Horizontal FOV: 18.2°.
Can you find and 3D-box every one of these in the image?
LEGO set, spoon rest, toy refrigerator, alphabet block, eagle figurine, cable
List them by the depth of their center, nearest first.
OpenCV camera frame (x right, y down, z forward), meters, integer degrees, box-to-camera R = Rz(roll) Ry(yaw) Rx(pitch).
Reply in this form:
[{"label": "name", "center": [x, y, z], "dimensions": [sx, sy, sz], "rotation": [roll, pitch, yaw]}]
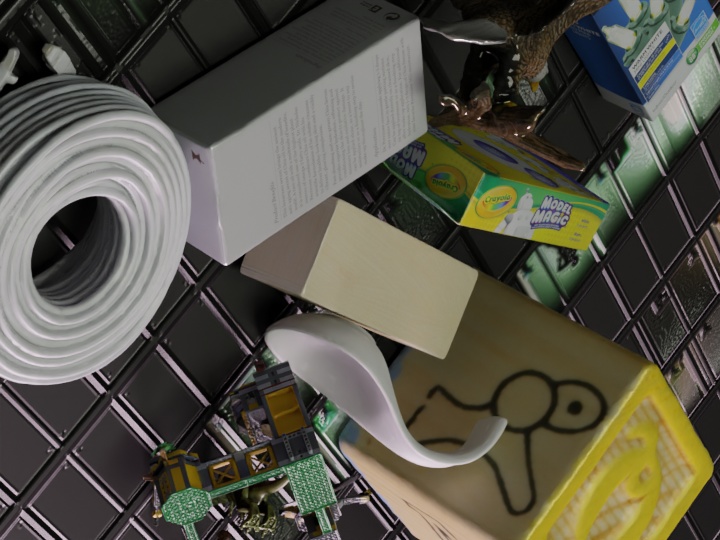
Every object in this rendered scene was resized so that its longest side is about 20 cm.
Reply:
[{"label": "cable", "center": [-0.191, -0.024, 1.435], "dimensions": [0.201, 0.069, 0.200], "rotation": [-59, 143, -2]}, {"label": "eagle figurine", "center": [0.124, -0.181, 1.604], "dimensions": [0.151, 0.151, 0.201], "rotation": [31, 74, -10]}, {"label": "spoon rest", "center": [0.015, 0.093, 1.680], "dimensions": [0.199, 0.099, 0.061], "rotation": [30, 68, -18]}, {"label": "toy refrigerator", "center": [0.000, 0.000, 1.680], "dimensions": [0.200, 0.070, 0.076], "rotation": [25, 87, -54]}, {"label": "LEGO set", "center": [-0.084, 0.161, 1.681], "dimensions": [0.153, 0.116, 0.201], "rotation": [-25, 134, 2]}, {"label": "alphabet block", "center": [0.136, 0.150, 1.825], "dimensions": [0.196, 0.199, 0.197], "rotation": [-52, 143, -10]}]

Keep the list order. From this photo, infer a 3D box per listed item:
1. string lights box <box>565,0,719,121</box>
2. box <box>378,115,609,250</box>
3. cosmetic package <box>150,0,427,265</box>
[{"label": "string lights box", "center": [0.210, -0.219, 1.788], "dimensions": [0.103, 0.059, 0.200], "rotation": [-53, 142, -9]}, {"label": "box", "center": [0.086, -0.071, 1.691], "dimensions": [0.199, 0.117, 0.049], "rotation": [6, 115, -51]}, {"label": "cosmetic package", "center": [-0.048, -0.102, 1.551], "dimensions": [0.200, 0.071, 0.102], "rotation": [-35, 137, -31]}]
